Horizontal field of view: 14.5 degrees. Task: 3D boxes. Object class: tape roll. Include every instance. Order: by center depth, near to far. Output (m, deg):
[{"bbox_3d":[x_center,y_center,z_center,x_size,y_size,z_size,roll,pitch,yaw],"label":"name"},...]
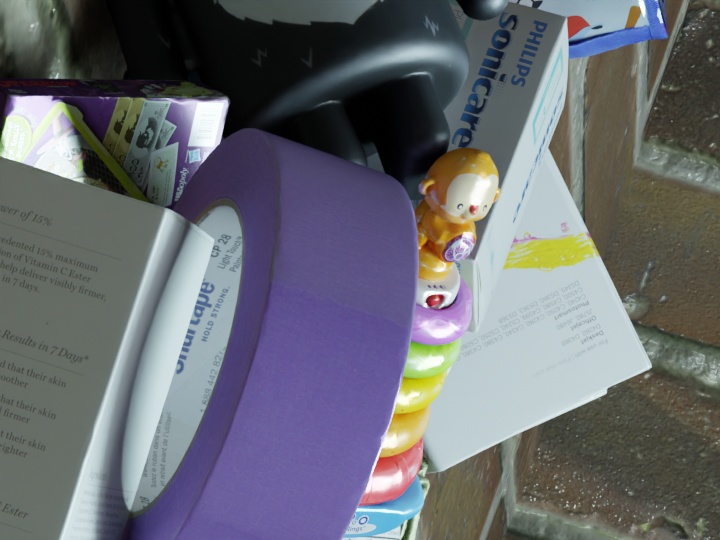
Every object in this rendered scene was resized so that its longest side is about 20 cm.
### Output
[{"bbox_3d":[-0.048,0.045,1.175,0.200,0.066,0.200,-161,-90,-72],"label":"tape roll"}]

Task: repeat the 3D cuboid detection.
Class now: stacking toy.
[{"bbox_3d":[0.011,0.021,1.316,0.200,0.116,0.110,-57,-137,32],"label":"stacking toy"}]

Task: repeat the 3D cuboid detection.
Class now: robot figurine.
[{"bbox_3d":[-0.024,-0.125,1.321,0.150,0.200,0.125,-2,154,-47],"label":"robot figurine"}]

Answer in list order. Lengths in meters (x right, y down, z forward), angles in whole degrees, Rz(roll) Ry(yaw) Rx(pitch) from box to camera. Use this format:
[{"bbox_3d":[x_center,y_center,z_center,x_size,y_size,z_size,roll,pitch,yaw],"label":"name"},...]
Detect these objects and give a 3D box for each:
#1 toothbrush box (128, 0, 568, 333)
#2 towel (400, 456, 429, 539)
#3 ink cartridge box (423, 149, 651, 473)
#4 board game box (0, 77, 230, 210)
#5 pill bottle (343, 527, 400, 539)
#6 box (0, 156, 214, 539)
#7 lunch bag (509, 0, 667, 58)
[{"bbox_3d":[-0.011,-0.073,1.420,0.085,0.200,0.147,85,25,-63],"label":"toothbrush box"},{"bbox_3d":[-0.041,0.158,1.703,0.036,0.200,0.149,14,93,-42],"label":"towel"},{"bbox_3d":[0.062,0.005,1.717,0.200,0.146,0.147,64,-6,3],"label":"ink cartridge box"},{"bbox_3d":[-0.131,0.013,1.251,0.120,0.032,0.200,-4,115,-45],"label":"board game box"},{"bbox_3d":[-0.034,0.179,1.588,0.112,0.112,0.200,39,51,-78],"label":"pill bottle"},{"bbox_3d":[-0.153,0.058,1.119,0.097,0.124,0.200,38,70,-79],"label":"box"},{"bbox_3d":[0.079,-0.211,1.582,0.124,0.170,0.200,40,41,-75],"label":"lunch bag"}]
